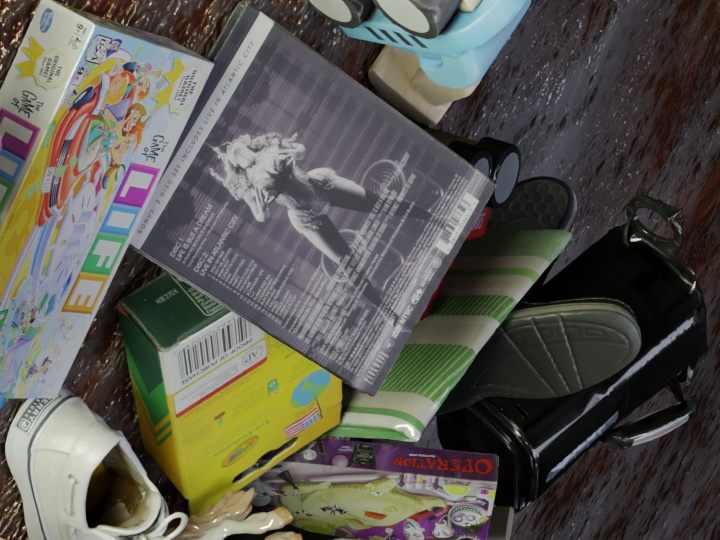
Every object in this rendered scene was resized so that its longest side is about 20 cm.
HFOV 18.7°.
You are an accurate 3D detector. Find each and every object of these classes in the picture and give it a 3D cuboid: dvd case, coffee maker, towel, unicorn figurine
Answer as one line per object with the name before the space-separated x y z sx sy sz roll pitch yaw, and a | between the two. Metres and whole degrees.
dvd case | -0.030 -0.037 1.252 0.200 0.016 0.149 34 84 -30
coffee maker | 0.153 0.062 1.662 0.200 0.135 0.192 -37 129 -24
towel | 0.039 0.043 1.501 0.200 0.152 0.023 -49 120 -32
unicorn figurine | -0.094 0.203 1.300 0.200 0.137 0.074 -117 -172 -77

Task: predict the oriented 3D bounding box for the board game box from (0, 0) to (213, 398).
board game box | -0.157 -0.031 1.106 0.200 0.034 0.134 -64 160 7

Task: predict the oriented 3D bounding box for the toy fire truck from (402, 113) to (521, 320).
toy fire truck | 0.000 0.000 1.433 0.176 0.128 0.201 -14 120 -63

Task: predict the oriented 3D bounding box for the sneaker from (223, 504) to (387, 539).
sneaker | -0.039 0.187 1.454 0.200 0.112 0.073 2 120 -47

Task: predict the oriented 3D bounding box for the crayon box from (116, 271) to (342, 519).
crayon box | -0.076 0.059 1.344 0.127 0.051 0.200 -32 149 -21

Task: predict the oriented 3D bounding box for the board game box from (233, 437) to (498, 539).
board game box | -0.011 0.162 1.489 0.120 0.199 0.032 95 0 -50

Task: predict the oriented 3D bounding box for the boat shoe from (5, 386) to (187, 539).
boat shoe | -0.144 0.142 1.286 0.075 0.086 0.202 -51 157 -26

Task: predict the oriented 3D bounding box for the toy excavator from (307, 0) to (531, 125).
toy excavator | 0.044 -0.148 1.317 0.100 0.194 0.200 -55 131 -17

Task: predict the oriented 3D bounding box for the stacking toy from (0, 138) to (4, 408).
stacking toy | -0.196 -0.042 0.937 0.110 0.116 0.201 19 85 -67

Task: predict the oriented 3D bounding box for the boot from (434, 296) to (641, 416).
boot | 0.106 0.024 1.562 0.074 0.203 0.154 62 26 -29

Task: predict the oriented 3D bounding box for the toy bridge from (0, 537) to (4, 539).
toy bridge | -0.255 0.216 1.143 0.200 0.067 0.027 -53 158 -26

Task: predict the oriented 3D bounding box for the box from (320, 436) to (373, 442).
box | -0.029 0.150 1.632 0.160 0.044 0.200 -34 147 -52

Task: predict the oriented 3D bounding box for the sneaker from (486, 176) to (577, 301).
sneaker | 0.117 0.027 1.756 0.203 0.077 0.146 -53 150 -1

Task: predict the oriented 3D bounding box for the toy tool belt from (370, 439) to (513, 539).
toy tool belt | 0.014 0.220 1.586 0.200 0.123 0.125 -49 157 -28
